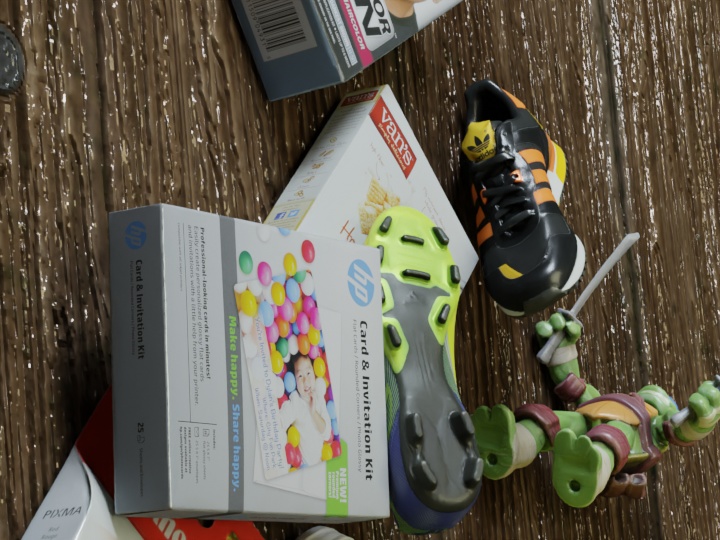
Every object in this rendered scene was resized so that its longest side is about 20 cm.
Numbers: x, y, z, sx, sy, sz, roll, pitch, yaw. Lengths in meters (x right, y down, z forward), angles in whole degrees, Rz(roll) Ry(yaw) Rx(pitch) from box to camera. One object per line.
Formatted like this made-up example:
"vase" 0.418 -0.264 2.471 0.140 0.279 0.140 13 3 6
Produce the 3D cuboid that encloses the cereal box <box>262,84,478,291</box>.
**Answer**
"cereal box" 0.000 0.000 1.400 0.145 0.039 0.201 61 37 -27

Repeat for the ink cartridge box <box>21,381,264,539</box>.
"ink cartridge box" -0.104 0.167 1.188 0.163 0.050 0.201 57 42 -30

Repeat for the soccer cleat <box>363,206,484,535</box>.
"soccer cleat" 0.026 0.059 1.345 0.064 0.084 0.202 3 62 -21

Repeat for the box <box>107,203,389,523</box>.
"box" -0.056 0.055 1.230 0.199 0.041 0.158 12 73 -56

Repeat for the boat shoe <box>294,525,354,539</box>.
"boat shoe" -0.027 0.222 1.267 0.071 0.069 0.201 55 39 -28

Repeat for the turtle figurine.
"turtle figurine" 0.169 0.073 1.547 0.144 0.200 0.193 47 35 15

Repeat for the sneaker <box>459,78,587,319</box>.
"sneaker" 0.094 -0.050 1.507 0.090 0.070 0.201 51 21 -28

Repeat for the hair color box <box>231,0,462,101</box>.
"hair color box" -0.004 -0.189 1.432 0.200 0.060 0.100 -41 114 -54
